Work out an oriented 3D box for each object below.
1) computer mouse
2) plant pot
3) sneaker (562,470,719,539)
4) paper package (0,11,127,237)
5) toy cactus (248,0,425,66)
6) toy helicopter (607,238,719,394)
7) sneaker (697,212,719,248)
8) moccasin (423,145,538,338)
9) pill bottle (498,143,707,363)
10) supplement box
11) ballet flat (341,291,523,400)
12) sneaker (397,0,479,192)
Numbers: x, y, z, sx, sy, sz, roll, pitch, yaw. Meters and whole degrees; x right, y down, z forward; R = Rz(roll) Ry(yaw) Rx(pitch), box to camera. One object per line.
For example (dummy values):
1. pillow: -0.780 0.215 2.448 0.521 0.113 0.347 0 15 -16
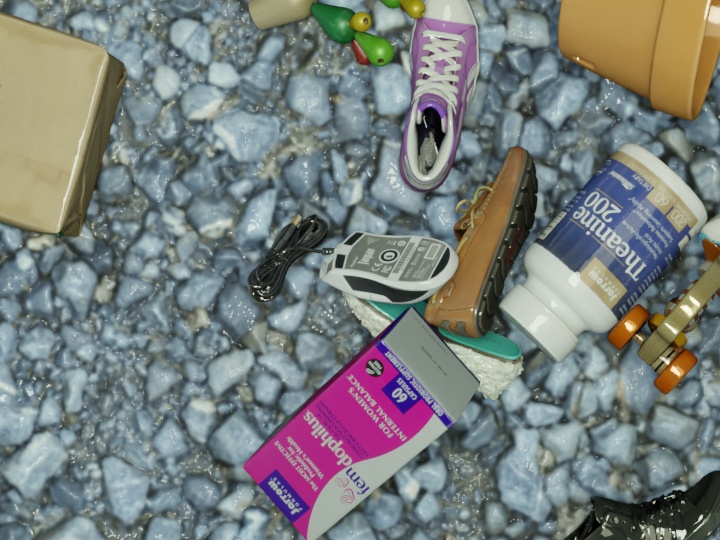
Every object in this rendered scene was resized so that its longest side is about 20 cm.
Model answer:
1. computer mouse: 0.000 0.000 1.337 0.197 0.044 0.110 10 44 26
2. plant pot: 0.269 -0.254 1.327 0.138 0.200 0.203 15 89 16
3. sneaker: 0.265 0.250 1.374 0.104 0.060 0.200 40 93 -4
4. paper package: -0.346 -0.147 1.361 0.197 0.103 0.193 16 91 0
5. toy cactus: -0.030 -0.283 1.380 0.163 0.102 0.203 -20 91 19
6. toy helicopter: 0.323 0.017 1.321 0.079 0.201 0.132 44 55 12
7. sneaker: 0.407 -0.084 1.375 0.198 0.076 0.082 -29 90 -9
8. moccasin: 0.117 -0.031 1.361 0.077 0.074 0.204 13 71 26
9. pill bottle: 0.227 -0.013 1.353 0.111 0.111 0.200 42 90 1
10. supplement box: 0.000 0.145 1.322 0.101 0.103 0.200 47 115 0
11. ballet flat: 0.061 0.069 1.378 0.198 0.072 0.073 26 89 2
12. sneaker: 0.078 -0.178 1.356 0.071 0.114 0.204 6 88 2
